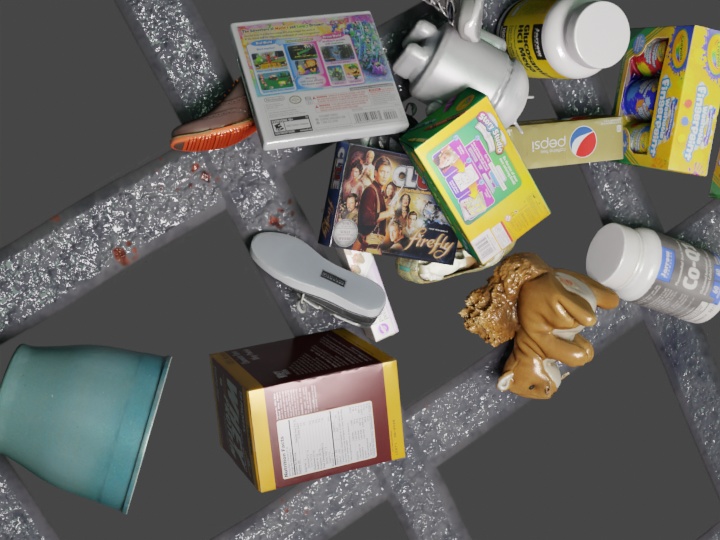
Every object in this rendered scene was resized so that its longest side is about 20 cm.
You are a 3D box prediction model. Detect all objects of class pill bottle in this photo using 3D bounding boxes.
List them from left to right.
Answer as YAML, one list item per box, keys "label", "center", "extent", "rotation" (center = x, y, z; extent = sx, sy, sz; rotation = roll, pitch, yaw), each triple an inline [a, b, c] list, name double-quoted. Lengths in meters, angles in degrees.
- label: "pill bottle"
  center: [0.275, -0.318, 1.544]
  extent: [0.112, 0.200, 0.113]
  rotation: [-4, 100, -20]
- label: "pill bottle"
  center: [0.447, 0.001, 1.715]
  extent: [0.199, 0.114, 0.115]
  rotation: [17, 93, -23]

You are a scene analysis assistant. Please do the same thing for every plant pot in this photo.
- label: "plant pot"
  center: [-0.351, 0.180, 1.405]
  extent: [0.187, 0.200, 0.202]
  rotation: [16, 94, -8]

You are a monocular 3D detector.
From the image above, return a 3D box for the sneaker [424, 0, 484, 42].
- label: "sneaker"
  center: [0.113, -0.358, 1.495]
  extent: [0.081, 0.201, 0.075]
  rotation: [-3, 127, -7]

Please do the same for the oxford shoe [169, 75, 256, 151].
- label: "oxford shoe"
  center: [-0.161, -0.209, 1.476]
  extent: [0.199, 0.071, 0.073]
  rotation: [-21, 86, -20]

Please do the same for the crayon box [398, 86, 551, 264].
- label: "crayon box"
  center: [0.152, -0.123, 1.491]
  extent: [0.118, 0.058, 0.201]
  rotation: [-36, 117, -5]

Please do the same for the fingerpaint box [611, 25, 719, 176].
- label: "fingerpaint box"
  center: [0.440, -0.247, 1.640]
  extent: [0.073, 0.167, 0.202]
  rotation: [6, 98, -22]

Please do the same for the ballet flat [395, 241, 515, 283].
- label: "ballet flat"
  center: [0.148, -0.023, 1.621]
  extent: [0.199, 0.071, 0.071]
  rotation: [-14, 104, -19]

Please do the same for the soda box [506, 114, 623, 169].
- label: "soda box"
  center: [0.277, -0.186, 1.641]
  extent: [0.199, 0.068, 0.065]
  rotation: [-8, 103, -20]

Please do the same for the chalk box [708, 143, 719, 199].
- label: "chalk box"
  center: [0.648, -0.151, 1.719]
  extent: [0.124, 0.200, 0.125]
  rotation: [9, 96, -22]

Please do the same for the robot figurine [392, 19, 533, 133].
- label: "robot figurine"
  center: [0.145, -0.259, 1.541]
  extent: [0.199, 0.113, 0.170]
  rotation: [28, 69, -10]

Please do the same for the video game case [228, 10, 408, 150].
- label: "video game case"
  center: [-0.054, -0.249, 1.473]
  extent: [0.199, 0.024, 0.183]
  rotation: [-10, 69, -20]

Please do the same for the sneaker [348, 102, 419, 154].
- label: "sneaker"
  center: [0.053, -0.130, 1.559]
  extent: [0.113, 0.075, 0.202]
  rotation: [-15, 105, -19]

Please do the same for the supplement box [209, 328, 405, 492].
- label: "supplement box"
  center: [-0.074, 0.176, 1.498]
  extent: [0.199, 0.197, 0.134]
  rotation: [-10, 103, -20]

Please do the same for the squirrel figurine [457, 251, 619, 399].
- label: "squirrel figurine"
  center: [0.245, 0.084, 1.653]
  extent: [0.199, 0.141, 0.187]
  rotation: [32, 115, 11]

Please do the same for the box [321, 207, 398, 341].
- label: "box"
  center: [0.000, 0.000, 1.581]
  extent: [0.038, 0.041, 0.201]
  rotation: [-24, 106, -15]

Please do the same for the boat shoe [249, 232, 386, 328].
- label: "boat shoe"
  center: [-0.063, 0.017, 1.542]
  extent: [0.198, 0.068, 0.074]
  rotation: [23, 49, -6]

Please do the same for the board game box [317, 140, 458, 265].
- label: "board game box"
  center: [0.048, -0.087, 1.506]
  extent: [0.199, 0.035, 0.137]
  rotation: [7, 96, -32]
